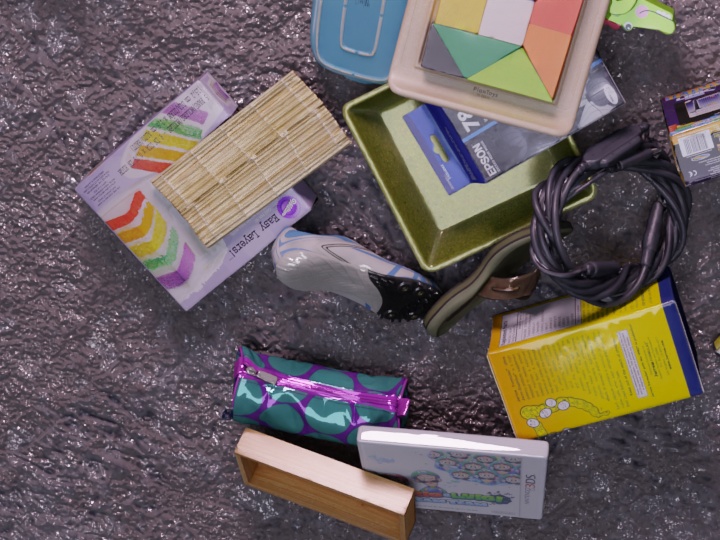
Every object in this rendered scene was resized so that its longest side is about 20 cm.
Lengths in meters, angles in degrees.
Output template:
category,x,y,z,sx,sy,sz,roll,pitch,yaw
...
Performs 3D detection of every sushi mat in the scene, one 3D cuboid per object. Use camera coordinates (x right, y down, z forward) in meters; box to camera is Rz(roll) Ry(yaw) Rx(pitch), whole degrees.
category,x,y,z,sx,sy,sz,roll,pitch,yaw
sushi mat,-0.113,-0.113,1.490,0.200,0.012,0.096,-35,100,17

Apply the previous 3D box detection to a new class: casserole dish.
category,x,y,z,sx,sy,sz,roll,pitch,yaw
casserole dish,0.008,-0.265,1.425,0.121,0.039,0.200,16,128,8

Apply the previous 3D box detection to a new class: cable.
category,x,y,z,sx,sy,sz,roll,pitch,yaw
cable,0.247,-0.046,1.445,0.200,0.051,0.163,-35,116,-25

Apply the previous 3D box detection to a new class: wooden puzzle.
category,x,y,z,sx,sy,sz,roll,pitch,yaw
wooden puzzle,0.136,-0.242,1.360,0.185,0.037,0.200,15,102,2

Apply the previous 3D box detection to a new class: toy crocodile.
category,x,y,z,sx,sy,sz,roll,pitch,yaw
toy crocodile,0.216,-0.276,1.404,0.200,0.068,0.062,26,112,1

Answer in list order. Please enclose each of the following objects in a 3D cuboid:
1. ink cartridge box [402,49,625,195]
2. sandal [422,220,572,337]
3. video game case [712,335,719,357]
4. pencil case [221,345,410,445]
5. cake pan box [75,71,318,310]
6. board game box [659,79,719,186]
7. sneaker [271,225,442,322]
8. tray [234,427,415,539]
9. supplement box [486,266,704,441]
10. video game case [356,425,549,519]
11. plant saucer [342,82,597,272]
category,x,y,z,sx,sy,sz,roll,pitch,yaw
ink cartridge box,0.149,-0.158,1.418,0.200,0.039,0.100,-31,104,11
sandal,0.151,0.014,1.509,0.201,0.080,0.057,-44,69,28
video game case,0.504,0.072,1.508,0.200,0.026,0.181,35,111,-5
pencil case,-0.046,0.142,1.583,0.200,0.092,0.085,10,66,3
cake pan box,-0.172,-0.085,1.541,0.200,0.052,0.184,-37,103,18
board game box,0.391,-0.153,1.369,0.200,0.165,0.057,-17,104,14
sneaker,0.000,0.000,1.527,0.200,0.073,0.072,18,132,-23
tray,-0.037,0.238,1.598,0.200,0.037,0.099,19,154,13
supplement box,0.244,0.087,1.508,0.200,0.109,0.110,-17,106,14
video game case,0.101,0.221,1.566,0.200,0.024,0.182,4,151,8
plant saucer,0.113,-0.127,1.480,0.199,0.048,0.200,-25,104,13
